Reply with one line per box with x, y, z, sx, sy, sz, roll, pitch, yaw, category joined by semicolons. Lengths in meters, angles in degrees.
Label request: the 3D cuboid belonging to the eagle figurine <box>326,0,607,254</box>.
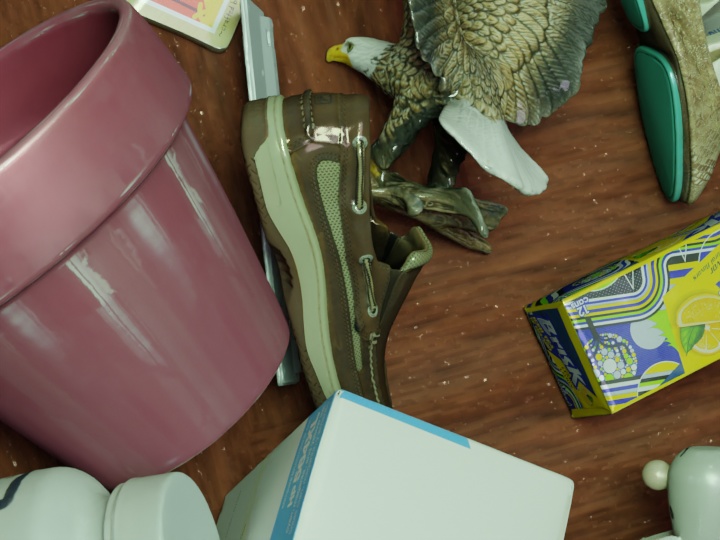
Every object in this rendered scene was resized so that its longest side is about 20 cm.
0.043;-0.123;1.098;0.151;0.152;0.200;16;87;7;eagle figurine

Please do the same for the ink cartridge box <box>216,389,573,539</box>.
-0.004;0.163;1.035;0.128;0.200;0.125;22;63;-13;ink cartridge box

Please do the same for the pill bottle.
-0.168;0.154;0.985;0.200;0.111;0.111;-14;90;14;pill bottle

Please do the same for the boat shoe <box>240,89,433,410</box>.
0.000;0.003;1.045;0.075;0.075;0.203;-12;124;6;boat shoe

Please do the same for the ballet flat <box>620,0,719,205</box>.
0.175;-0.130;1.133;0.065;0.071;0.200;-21;119;-7;ballet flat

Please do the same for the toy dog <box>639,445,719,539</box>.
0.138;0.189;1.117;0.096;0.132;0.200;15;72;18;toy dog

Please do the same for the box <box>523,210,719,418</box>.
0.196;0.007;1.160;0.200;0.064;0.070;-25;93;-16;box

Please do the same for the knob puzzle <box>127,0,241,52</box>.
-0.126;-0.236;1.107;0.219;0.030;0.220;1;86;-15;knob puzzle

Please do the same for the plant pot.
-0.136;-0.001;1.015;0.200;0.200;0.179;-45;113;-14;plant pot

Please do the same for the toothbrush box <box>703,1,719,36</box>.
0.303;-0.112;1.156;0.200;0.146;0.085;39;77;-8;toothbrush box

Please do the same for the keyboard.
-0.047;-0.040;1.101;0.011;0.056;0.200;-7;87;12;keyboard
